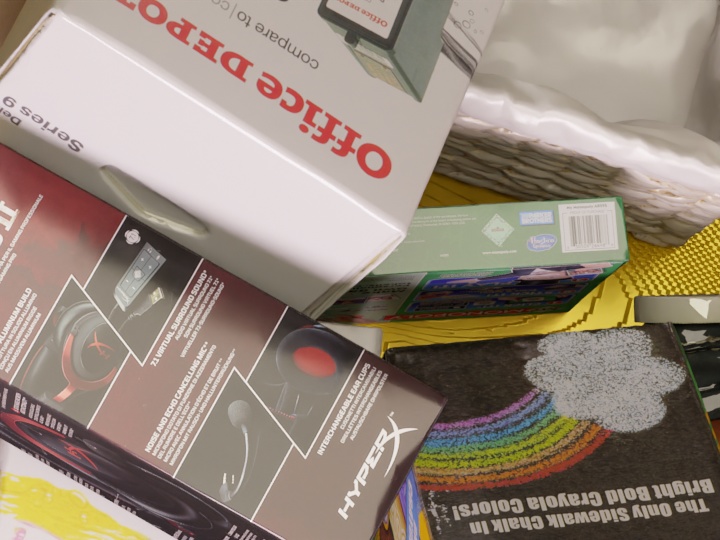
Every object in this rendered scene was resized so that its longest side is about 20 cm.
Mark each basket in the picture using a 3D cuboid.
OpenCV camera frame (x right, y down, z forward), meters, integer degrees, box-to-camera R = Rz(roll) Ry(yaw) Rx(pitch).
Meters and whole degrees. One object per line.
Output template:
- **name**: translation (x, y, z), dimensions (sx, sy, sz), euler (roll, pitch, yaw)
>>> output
- **basket**: translation (0.091, -0.136, 1.206), dimensions (0.197, 0.161, 0.201), euler (18, 80, -3)

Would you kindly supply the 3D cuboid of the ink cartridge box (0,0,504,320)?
- **ink cartridge box**: translation (-0.027, -0.105, 1.013), dimensions (0.146, 0.084, 0.200), euler (31, 55, -13)

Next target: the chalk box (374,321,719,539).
- **chalk box**: translation (0.081, 0.135, 1.092), dimensions (0.124, 0.124, 0.200), euler (-5, 42, -7)

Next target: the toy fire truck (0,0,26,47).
- **toy fire truck**: translation (-0.139, -0.076, 1.157), dimensions (0.049, 0.200, 0.141), euler (-32, 94, -32)

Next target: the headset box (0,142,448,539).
- **headset box**: translation (-0.081, 0.037, 1.015), dimensions (0.199, 0.149, 0.075), euler (29, 77, 0)

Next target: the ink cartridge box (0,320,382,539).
- **ink cartridge box**: translation (-0.078, 0.120, 1.151), dimensions (0.145, 0.147, 0.201), euler (7, 80, -4)

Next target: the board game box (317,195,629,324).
- **board game box**: translation (0.000, 0.000, 1.186), dimensions (0.199, 0.135, 0.029), euler (-3, 82, -7)

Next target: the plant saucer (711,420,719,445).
- **plant saucer**: translation (0.113, 0.146, 1.222), dimensions (0.199, 0.037, 0.201), euler (1, 80, -7)

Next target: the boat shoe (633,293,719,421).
- **boat shoe**: translation (0.205, 0.046, 1.219), dimensions (0.199, 0.074, 0.066), euler (4, 88, -31)
